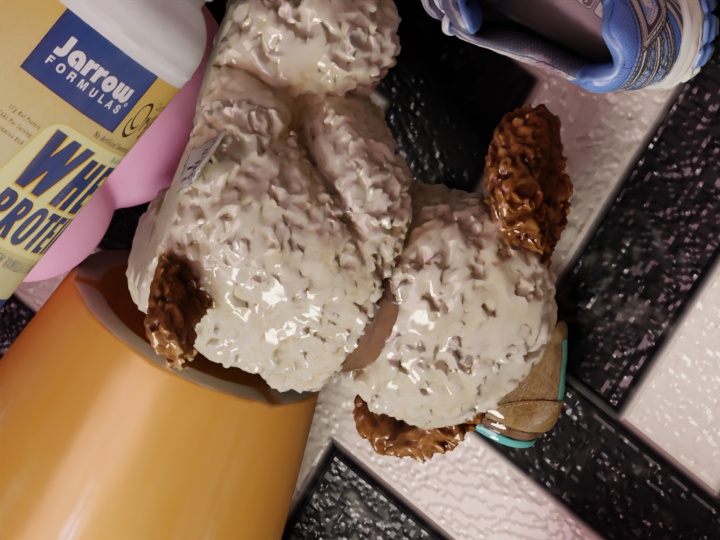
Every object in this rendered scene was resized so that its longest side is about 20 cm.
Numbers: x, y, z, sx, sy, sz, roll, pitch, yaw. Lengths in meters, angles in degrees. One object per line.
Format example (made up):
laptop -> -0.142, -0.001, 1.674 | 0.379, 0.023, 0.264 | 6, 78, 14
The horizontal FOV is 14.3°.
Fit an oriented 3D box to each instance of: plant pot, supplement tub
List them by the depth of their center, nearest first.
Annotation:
supplement tub -> -0.152, -0.088, 1.153 | 0.144, 0.144, 0.200 | 41, 95, 13
plant pot -> -0.111, 0.099, 1.330 | 0.200, 0.200, 0.184 | 33, 111, 18

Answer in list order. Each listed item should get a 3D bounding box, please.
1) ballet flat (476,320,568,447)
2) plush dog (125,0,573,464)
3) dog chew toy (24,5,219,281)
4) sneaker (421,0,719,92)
ballet flat -> 0.009, 0.007, 1.294 | 0.199, 0.068, 0.073 | 27, 103, 23
plush dog -> 0.000, 0.000, 1.185 | 0.171, 0.161, 0.201 | 18, 127, -10
dog chew toy -> -0.150, -0.053, 1.286 | 0.124, 0.200, 0.125 | 39, 164, 14
sneaker -> 0.052, -0.138, 1.196 | 0.199, 0.085, 0.077 | 32, 121, 19
